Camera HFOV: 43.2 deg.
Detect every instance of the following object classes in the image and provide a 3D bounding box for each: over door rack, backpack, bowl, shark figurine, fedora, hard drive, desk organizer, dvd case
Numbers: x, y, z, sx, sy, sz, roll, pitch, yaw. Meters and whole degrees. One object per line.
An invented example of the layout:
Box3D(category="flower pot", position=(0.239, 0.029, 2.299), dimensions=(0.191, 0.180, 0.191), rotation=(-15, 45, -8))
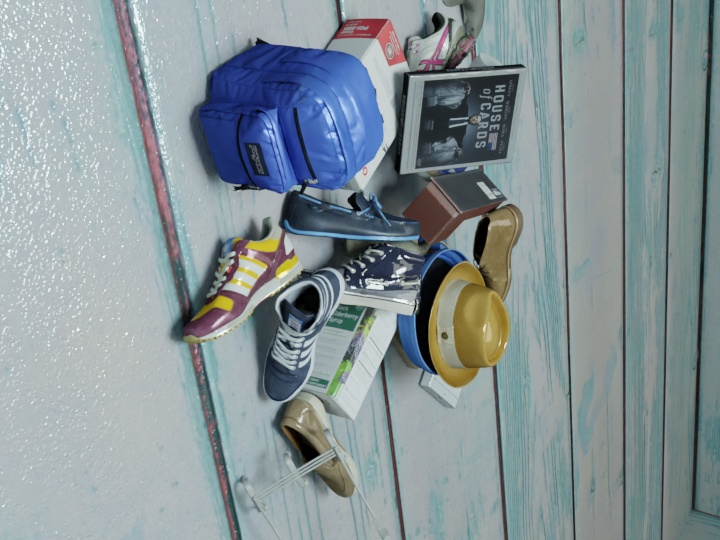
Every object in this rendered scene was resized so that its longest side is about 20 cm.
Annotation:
Box3D(category="over door rack", position=(-0.064, 0.337, 1.299), dimensions=(0.146, 0.067, 0.202), rotation=(-29, 109, -5))
Box3D(category="backpack", position=(-0.079, -0.171, 1.104), dimensions=(0.168, 0.197, 0.164), rotation=(-52, 137, -35))
Box3D(category="bowl", position=(0.126, 0.065, 1.463), dimensions=(0.199, 0.039, 0.205), rotation=(-8, 100, -53))
Box3D(category="shark figurine", position=(0.181, -0.488, 1.518), dimensions=(0.214, 0.088, 0.130), rotation=(20, 80, -58))
Box3D(category="fedora", position=(0.183, 0.089, 1.440), dimensions=(0.199, 0.081, 0.205), rotation=(-7, 99, -53))
Box3D(category="hard drive", position=(0.178, 0.145, 1.722), dimensions=(0.132, 0.026, 0.203), rotation=(43, 62, -52))
Box3D(category="desk organizer", position=(0.150, -0.102, 1.432), dimensions=(0.077, 0.072, 0.199), rotation=(-47, 166, 27))
Box3D(category="dvd case", position=(0.148, -0.224, 1.347), dimensions=(0.197, 0.025, 0.153), rotation=(-9, 122, -22))

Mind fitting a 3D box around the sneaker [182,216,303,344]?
Box3D(category="sneaker", position=(-0.163, 0.012, 1.152), dimensions=(0.200, 0.074, 0.091), rotation=(-42, 110, -39))

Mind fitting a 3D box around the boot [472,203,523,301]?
Box3D(category="boot", position=(0.211, -0.014, 1.519), dimensions=(0.075, 0.073, 0.203), rotation=(-18, 130, -32))

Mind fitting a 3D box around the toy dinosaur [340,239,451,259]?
Box3D(category="toy dinosaur", position=(0.042, -0.030, 1.381), dimensions=(0.102, 0.197, 0.078), rotation=(-133, -121, -78))

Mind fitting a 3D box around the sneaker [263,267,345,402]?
Box3D(category="sneaker", position=(-0.090, 0.091, 1.214), dimensions=(0.202, 0.069, 0.108), rotation=(-65, 170, 9))

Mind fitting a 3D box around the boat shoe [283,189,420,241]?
Box3D(category="boat shoe", position=(-0.006, -0.078, 1.273), dimensions=(0.197, 0.084, 0.070), rotation=(4, 91, -22))

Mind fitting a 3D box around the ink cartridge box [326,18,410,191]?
Box3D(category="ink cartridge box", position=(-0.010, -0.236, 1.295), dimensions=(0.201, 0.082, 0.148), rotation=(-59, 142, -29))

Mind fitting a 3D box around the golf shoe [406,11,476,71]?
Box3D(category="golf shoe", position=(0.099, -0.325, 1.465), dimensions=(0.092, 0.073, 0.201), rotation=(39, 70, -7))

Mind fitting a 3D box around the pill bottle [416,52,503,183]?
Box3D(category="pill bottle", position=(0.159, -0.238, 1.440), dimensions=(0.110, 0.111, 0.201), rotation=(-7, 141, -55))

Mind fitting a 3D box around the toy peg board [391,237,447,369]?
Box3D(category="toy peg board", position=(0.127, 0.042, 1.557), dimensions=(0.202, 0.097, 0.200), rotation=(-63, 143, -25))

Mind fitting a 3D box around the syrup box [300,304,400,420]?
Box3D(category="syrup box", position=(-0.014, 0.114, 1.379), dimensions=(0.082, 0.078, 0.202), rotation=(53, 55, -47))

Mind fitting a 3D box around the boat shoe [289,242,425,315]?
Box3D(category="boat shoe", position=(0.000, 0.000, 1.309), dimensions=(0.197, 0.075, 0.094), rotation=(11, 99, -20))

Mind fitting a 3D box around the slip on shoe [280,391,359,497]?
Box3D(category="slip on shoe", position=(-0.062, 0.273, 1.349), dimensions=(0.061, 0.075, 0.202), rotation=(-53, 135, -42))
